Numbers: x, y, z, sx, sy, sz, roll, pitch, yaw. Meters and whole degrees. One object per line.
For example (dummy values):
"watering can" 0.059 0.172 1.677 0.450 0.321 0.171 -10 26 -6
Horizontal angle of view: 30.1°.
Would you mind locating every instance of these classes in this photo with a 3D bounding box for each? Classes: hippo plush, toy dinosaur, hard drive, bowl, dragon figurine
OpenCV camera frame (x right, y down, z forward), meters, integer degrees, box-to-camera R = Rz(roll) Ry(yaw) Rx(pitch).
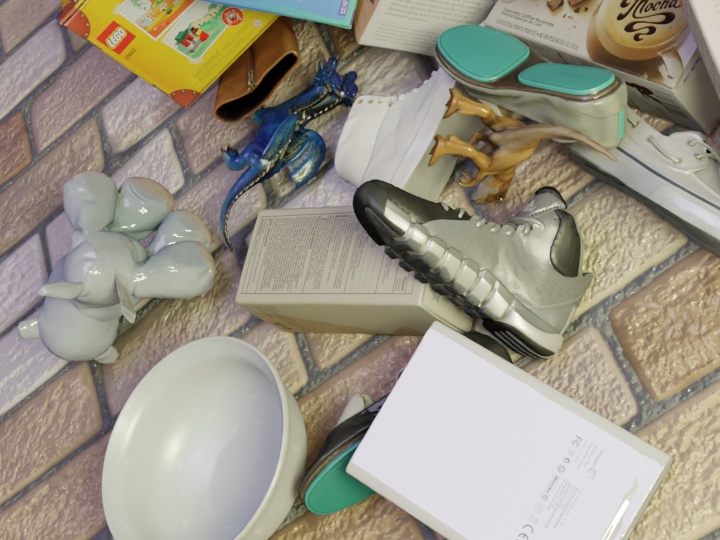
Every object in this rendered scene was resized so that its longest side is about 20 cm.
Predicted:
"hippo plush" -0.234 0.023 1.286 0.200 0.159 0.161 -91 24 -46
"toy dinosaur" 0.115 -0.101 1.031 0.200 0.106 0.061 146 139 -75
"hard drive" 0.104 0.141 0.966 0.200 0.025 0.132 30 87 25
"bowl" -0.114 0.163 1.123 0.201 0.090 0.202 -18 57 31
"dragon figurine" -0.074 -0.115 1.254 0.099 0.059 0.200 6 63 49

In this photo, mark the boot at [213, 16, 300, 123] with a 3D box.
"boot" -0.075 -0.253 1.286 0.188 0.068 0.200 -35 29 19

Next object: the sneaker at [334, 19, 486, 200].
"sneaker" 0.052 -0.150 1.172 0.116 0.074 0.200 35 92 40

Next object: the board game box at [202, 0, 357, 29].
"board game box" -0.088 -0.298 1.133 0.045 0.199 0.152 -110 33 -58

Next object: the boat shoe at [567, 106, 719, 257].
"boat shoe" 0.233 -0.074 0.988 0.067 0.074 0.200 -52 46 4

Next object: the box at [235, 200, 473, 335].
"box" 0.000 0.000 1.128 0.200 0.078 0.095 1 68 38

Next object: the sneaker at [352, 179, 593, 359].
"sneaker" 0.095 -0.032 1.014 0.116 0.200 0.075 -55 17 -11

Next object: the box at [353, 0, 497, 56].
"box" 0.068 -0.310 1.162 0.200 0.106 0.153 121 147 -48

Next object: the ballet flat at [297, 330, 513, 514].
"ballet flat" 0.032 0.116 1.057 0.200 0.068 0.068 -34 40 6

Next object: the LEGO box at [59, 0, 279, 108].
"LEGO box" -0.156 -0.269 1.234 0.200 0.149 0.077 -40 35 25

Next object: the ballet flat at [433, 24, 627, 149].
"ballet flat" 0.129 -0.139 1.049 0.067 0.064 0.200 -33 37 -23

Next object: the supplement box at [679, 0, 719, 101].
"supplement box" 0.307 -0.135 0.909 0.126 0.074 0.200 -20 72 11

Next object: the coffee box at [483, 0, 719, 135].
"coffee box" 0.213 -0.199 1.066 0.200 0.080 0.113 31 87 43
